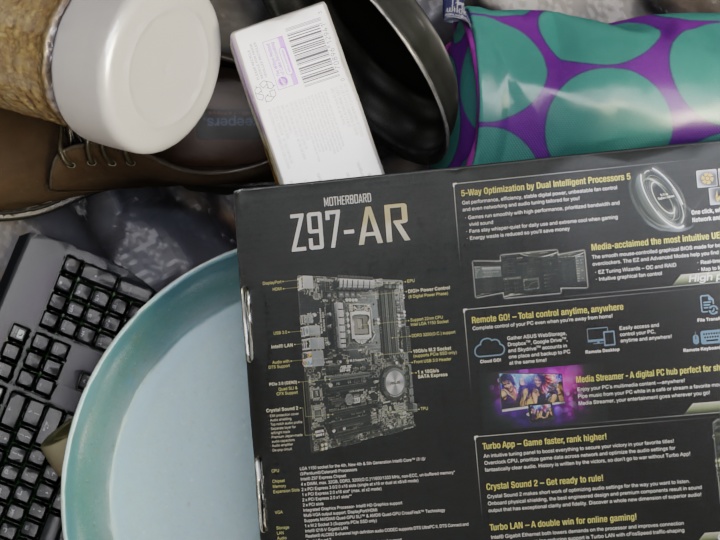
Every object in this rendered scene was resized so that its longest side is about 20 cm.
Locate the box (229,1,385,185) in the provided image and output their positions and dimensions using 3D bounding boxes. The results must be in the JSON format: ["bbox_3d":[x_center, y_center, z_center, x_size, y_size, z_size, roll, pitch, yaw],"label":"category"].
[{"bbox_3d":[0.000,0.000,0.921,0.041,0.039,0.200,-20,87,-3],"label":"box"}]

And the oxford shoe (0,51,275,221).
[{"bbox_3d":[-0.110,-0.063,0.998,0.200,0.084,0.073,-6,85,-5],"label":"oxford shoe"}]

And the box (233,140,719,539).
[{"bbox_3d":[0.061,0.042,0.859,0.200,0.044,0.161,-6,86,11],"label":"box"}]

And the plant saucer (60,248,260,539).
[{"bbox_3d":[-0.014,0.086,0.947,0.200,0.027,0.201,0,87,-4],"label":"plant saucer"}]

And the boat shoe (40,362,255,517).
[{"bbox_3d":[-0.028,0.047,1.001,0.200,0.075,0.068,-31,97,-6],"label":"boat shoe"}]

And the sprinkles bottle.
[{"bbox_3d":[-0.149,-0.098,0.956,0.200,0.068,0.068,17,79,34],"label":"sprinkles bottle"}]

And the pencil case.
[{"bbox_3d":[0.130,-0.072,1.021,0.200,0.085,0.093,-1,44,-7],"label":"pencil case"}]

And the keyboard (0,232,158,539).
[{"bbox_3d":[-0.164,0.079,1.005,0.127,0.021,0.200,21,80,-3],"label":"keyboard"}]

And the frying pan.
[{"bbox_3d":[-0.026,-0.117,0.984,0.031,0.115,0.190,-40,73,-16],"label":"frying pan"}]
